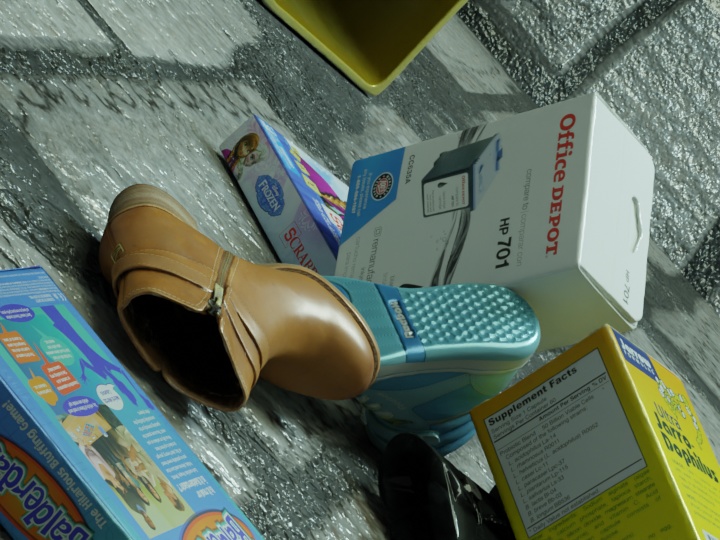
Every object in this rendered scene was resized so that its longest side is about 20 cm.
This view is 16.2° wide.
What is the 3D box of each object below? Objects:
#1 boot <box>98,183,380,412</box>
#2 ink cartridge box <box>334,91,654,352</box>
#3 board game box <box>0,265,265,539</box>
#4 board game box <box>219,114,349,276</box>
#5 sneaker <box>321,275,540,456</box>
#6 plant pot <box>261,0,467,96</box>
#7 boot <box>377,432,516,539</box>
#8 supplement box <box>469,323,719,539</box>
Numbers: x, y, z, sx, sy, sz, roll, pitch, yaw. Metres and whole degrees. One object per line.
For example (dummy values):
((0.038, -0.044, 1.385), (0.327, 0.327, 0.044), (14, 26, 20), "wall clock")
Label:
((-0.064, 0.036, 1.435), (0.200, 0.077, 0.155), (42, 12, -21), "boot")
((0.088, -0.019, 1.705), (0.086, 0.199, 0.147), (42, 44, -40), "ink cartridge box")
((-0.122, 0.088, 1.135), (0.200, 0.045, 0.152), (50, 11, 8), "board game box")
((0.000, 0.000, 1.876), (0.199, 0.041, 0.200), (36, 17, -45), "board game box")
((0.007, 0.073, 1.608), (0.199, 0.131, 0.080), (3, 46, -20), "sneaker")
((-0.017, -0.341, 2.584), (0.195, 0.194, 0.200), (38, 9, -42), "plant pot")
((0.076, 0.158, 1.613), (0.200, 0.066, 0.165), (32, 18, -41), "boot")
((0.165, 0.155, 1.553), (0.109, 0.109, 0.201), (33, 30, -50), "supplement box")
